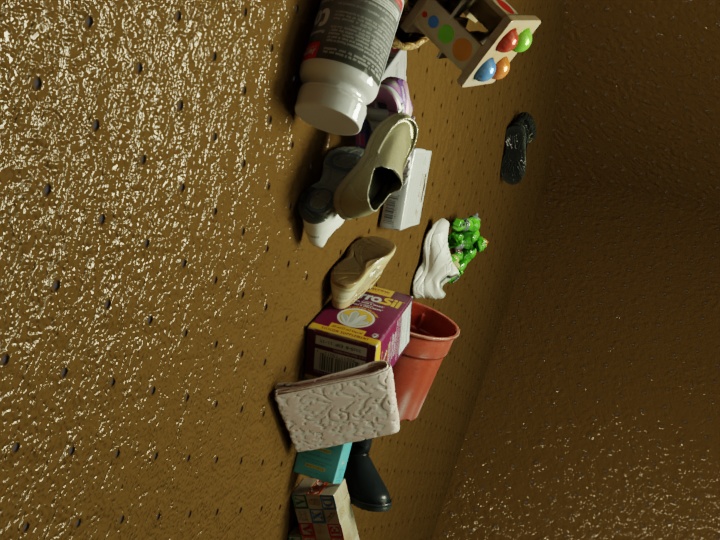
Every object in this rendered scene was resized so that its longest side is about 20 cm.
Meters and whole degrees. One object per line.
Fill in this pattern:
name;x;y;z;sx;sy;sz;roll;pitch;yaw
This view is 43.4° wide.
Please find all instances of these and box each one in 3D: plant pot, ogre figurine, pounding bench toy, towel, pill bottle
plant pot;0.072;0.178;1.785;0.201;0.199;0.197;-27;136;-68
ogre figurine;0.273;-0.072;2.401;0.120;0.098;0.202;-38;126;-37
pounding bench toy;0.193;-0.378;1.405;0.124;0.156;0.199;-51;165;31
towel;-0.034;0.225;1.479;0.201;0.189;0.032;80;-2;-52
pill bottle;-0.019;-0.298;1.243;0.114;0.113;0.202;49;56;-69

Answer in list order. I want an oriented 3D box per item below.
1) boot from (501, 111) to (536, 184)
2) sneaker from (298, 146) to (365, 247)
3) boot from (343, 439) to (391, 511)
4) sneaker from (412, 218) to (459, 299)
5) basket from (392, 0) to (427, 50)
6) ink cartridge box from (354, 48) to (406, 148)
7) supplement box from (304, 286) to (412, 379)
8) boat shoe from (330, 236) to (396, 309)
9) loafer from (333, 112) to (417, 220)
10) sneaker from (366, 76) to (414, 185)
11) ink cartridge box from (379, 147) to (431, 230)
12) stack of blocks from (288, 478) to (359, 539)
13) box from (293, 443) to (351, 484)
boot;0.526;-0.404;2.989;0.158;0.079;0.213;-49;147;-58
sneaker;-0.038;-0.120;1.410;0.200;0.074;0.088;-53;159;-36
boot;0.001;0.332;1.684;0.076;0.200;0.170;2;106;-32
sneaker;0.194;-0.022;2.155;0.078;0.098;0.202;34;70;-72
basket;0.082;-0.421;1.421;0.200;0.148;0.144;9;94;-74
ink cartridge box;0.030;-0.290;1.531;0.120;0.042;0.201;87;22;-44
supplement box;0.001;0.114;1.578;0.200;0.130;0.104;-48;147;-59
boat shoe;0.000;0.000;1.613;0.200;0.071;0.065;-41;147;-51
loafer;0.037;-0.152;1.351;0.201;0.068;0.076;-58;138;-21
sneaker;0.054;-0.228;1.467;0.089;0.080;0.201;-61;154;-43
ink cartridge box;0.094;-0.169;1.836;0.200;0.056;0.164;-36;136;-78
stack of blocks;-0.068;0.481;1.647;0.059;0.114;0.202;-43;125;-62
box;-0.051;0.270;1.609;0.049;0.081;0.202;37;67;-71
